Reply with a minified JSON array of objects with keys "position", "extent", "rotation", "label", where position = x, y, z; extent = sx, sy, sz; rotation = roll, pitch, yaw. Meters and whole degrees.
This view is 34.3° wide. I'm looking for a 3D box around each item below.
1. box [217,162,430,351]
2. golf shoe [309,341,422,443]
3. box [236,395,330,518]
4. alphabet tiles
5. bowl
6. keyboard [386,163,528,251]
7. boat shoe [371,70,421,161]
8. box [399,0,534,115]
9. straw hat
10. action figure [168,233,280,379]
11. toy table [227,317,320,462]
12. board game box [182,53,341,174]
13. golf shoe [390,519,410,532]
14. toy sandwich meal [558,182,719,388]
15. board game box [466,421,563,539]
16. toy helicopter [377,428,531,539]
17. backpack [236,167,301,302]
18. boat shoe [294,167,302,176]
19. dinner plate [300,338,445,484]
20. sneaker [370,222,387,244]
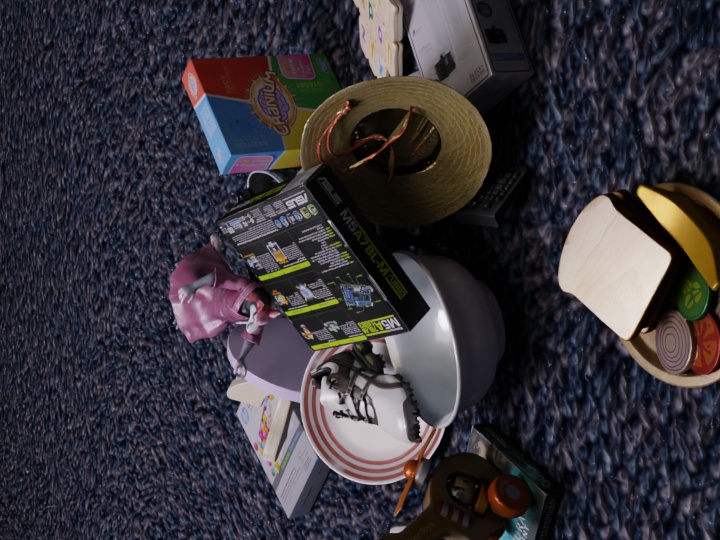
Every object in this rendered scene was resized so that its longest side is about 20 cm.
[{"position":[-0.044,-0.007,1.267],"extent":[0.194,0.048,0.199],"rotation":[52,148,-14],"label":"box"},{"position":[0.006,0.153,1.346],"extent":[0.200,0.094,0.079],"rotation":[-142,39,-62],"label":"golf shoe"},{"position":[-0.112,0.241,1.739],"extent":[0.201,0.041,0.157],"rotation":[59,142,33],"label":"box"},{"position":[0.017,-0.315,1.360],"extent":[0.201,0.014,0.197],"rotation":[-110,12,-45],"label":"alphabet tiles"},{"position":[0.100,0.067,1.295],"extent":[0.201,0.089,0.204],"rotation":[168,90,-71],"label":"bowl"},{"position":[0.092,-0.071,1.291],"extent":[0.199,0.021,0.128],"rotation":[10,65,57],"label":"keyboard"},{"position":[0.033,-0.145,1.307],"extent":[0.066,0.199,0.070],"rotation":[54,-179,41],"label":"boat shoe"},{"position":[0.104,-0.275,1.255],"extent":[0.117,0.060,0.202],"rotation":[-37,66,55],"label":"box"},{"position":[0.037,-0.147,1.232],"extent":[0.086,0.199,0.202],"rotation":[-90,16,-50],"label":"straw hat"},{"position":[-0.161,0.043,1.506],"extent":[0.199,0.149,0.135],"rotation":[4,126,45],"label":"action figure"},{"position":[-0.086,0.155,1.569],"extent":[0.198,0.184,0.118],"rotation":[24,134,16],"label":"toy table"},{"position":[-0.108,-0.201,1.479],"extent":[0.040,0.198,0.154],"rotation":[-53,54,48],"label":"board game box"},{"position":[0.066,0.407,1.432],"extent":[0.078,0.094,0.202],"rotation":[-55,50,49],"label":"golf shoe"},{"position":[0.268,0.011,1.052],"extent":[0.204,0.070,0.208],"rotation":[20,114,55],"label":"toy sandwich meal"},{"position":[0.158,0.294,1.333],"extent":[0.135,0.028,0.202],"rotation":[40,129,46],"label":"board game box"},{"position":[0.078,0.255,1.237],"extent":[0.132,0.199,0.079],"rotation":[47,137,15],"label":"toy helicopter"},{"position":[-0.060,-0.034,1.486],"extent":[0.200,0.149,0.180],"rotation":[-141,49,-59],"label":"backpack"},{"position":[-0.014,-0.139,1.381],"extent":[0.200,0.072,0.066],"rotation":[-43,31,1],"label":"boat shoe"},{"position":[0.018,0.163,1.449],"extent":[0.198,0.024,0.203],"rotation":[-1,87,24],"label":"dinner plate"},{"position":[0.000,0.000,1.366],"extent":[0.073,0.081,0.202],"rotation":[21,128,12],"label":"sneaker"}]
